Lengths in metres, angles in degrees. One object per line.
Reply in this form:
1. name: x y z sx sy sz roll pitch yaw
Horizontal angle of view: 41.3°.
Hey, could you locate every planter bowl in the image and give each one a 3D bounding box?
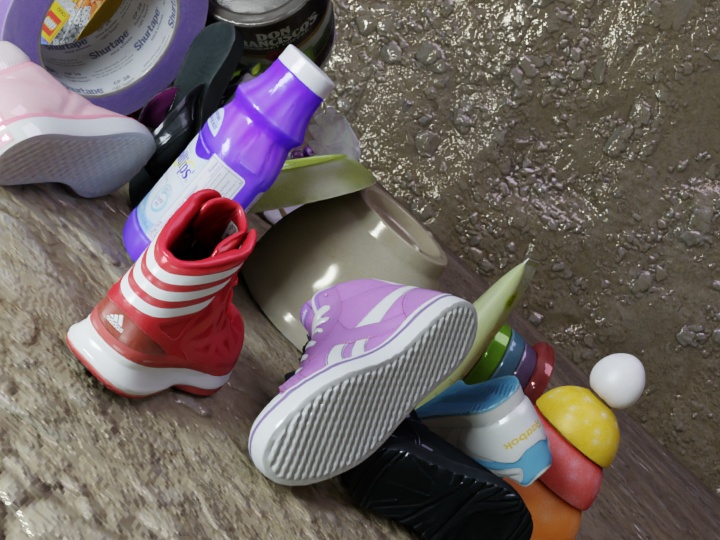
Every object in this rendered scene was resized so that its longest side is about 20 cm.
1. planter bowl: 0.000 0.000 0.937 0.199 0.135 0.201 38 16 -13

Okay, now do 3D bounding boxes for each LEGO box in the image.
1. LEGO box: -0.261 -0.269 1.065 0.077 0.149 0.200 44 8 20

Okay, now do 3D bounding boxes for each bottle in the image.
1. bottle: -0.101 -0.082 0.735 0.065 0.200 0.084 37 12 -26

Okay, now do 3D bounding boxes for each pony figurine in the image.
1. pony figurine: -0.060 -0.111 1.289 0.193 0.167 0.199 45 -10 -37

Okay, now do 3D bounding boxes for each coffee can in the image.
1. coffee can: -0.101 -0.289 0.999 0.146 0.147 0.200 43 -4 6

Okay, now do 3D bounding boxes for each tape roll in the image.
1. tape roll: -0.238 -0.233 0.839 0.085 0.200 0.200 47 10 27

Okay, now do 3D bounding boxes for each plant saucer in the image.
1. plant saucer: -0.085 -0.080 0.879 0.200 0.197 0.032 -85 165 -79

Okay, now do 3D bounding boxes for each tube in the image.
1. tube: 0.114 0.066 0.978 0.052 0.201 0.058 35 10 -25

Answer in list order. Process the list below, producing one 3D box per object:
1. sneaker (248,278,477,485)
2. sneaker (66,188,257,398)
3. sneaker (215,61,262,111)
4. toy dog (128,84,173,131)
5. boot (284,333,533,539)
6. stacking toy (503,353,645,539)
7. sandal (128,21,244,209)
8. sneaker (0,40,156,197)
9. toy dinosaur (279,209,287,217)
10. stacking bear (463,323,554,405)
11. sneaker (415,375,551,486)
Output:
1. sneaker: -0.021 0.068 0.658 0.113 0.074 0.199 20 36 38
2. sneaker: -0.091 0.014 0.601 0.078 0.116 0.200 42 9 4
3. sneaker: -0.117 -0.135 0.923 0.081 0.073 0.201 57 26 -22
4. toy dog: -0.198 -0.174 1.040 0.200 0.131 0.097 48 28 -28
5. boot: 0.036 0.134 0.748 0.197 0.074 0.163 33 13 -31
6. stacking toy: 0.193 0.160 0.885 0.146 0.200 0.146 41 10 -8
7. sandal: -0.165 -0.140 0.841 0.075 0.203 0.048 1 -25 35
8. sneaker: -0.233 -0.117 0.715 0.105 0.075 0.200 49 14 9
9. toy dinosaur: -0.051 -0.019 1.185 0.101 0.058 0.200 30 -11 48
10. stacking bear: 0.149 0.105 1.278 0.199 0.122 0.114 32 3 -4
11. sneaker: 0.093 0.145 0.832 0.081 0.076 0.200 60 -18 -3
